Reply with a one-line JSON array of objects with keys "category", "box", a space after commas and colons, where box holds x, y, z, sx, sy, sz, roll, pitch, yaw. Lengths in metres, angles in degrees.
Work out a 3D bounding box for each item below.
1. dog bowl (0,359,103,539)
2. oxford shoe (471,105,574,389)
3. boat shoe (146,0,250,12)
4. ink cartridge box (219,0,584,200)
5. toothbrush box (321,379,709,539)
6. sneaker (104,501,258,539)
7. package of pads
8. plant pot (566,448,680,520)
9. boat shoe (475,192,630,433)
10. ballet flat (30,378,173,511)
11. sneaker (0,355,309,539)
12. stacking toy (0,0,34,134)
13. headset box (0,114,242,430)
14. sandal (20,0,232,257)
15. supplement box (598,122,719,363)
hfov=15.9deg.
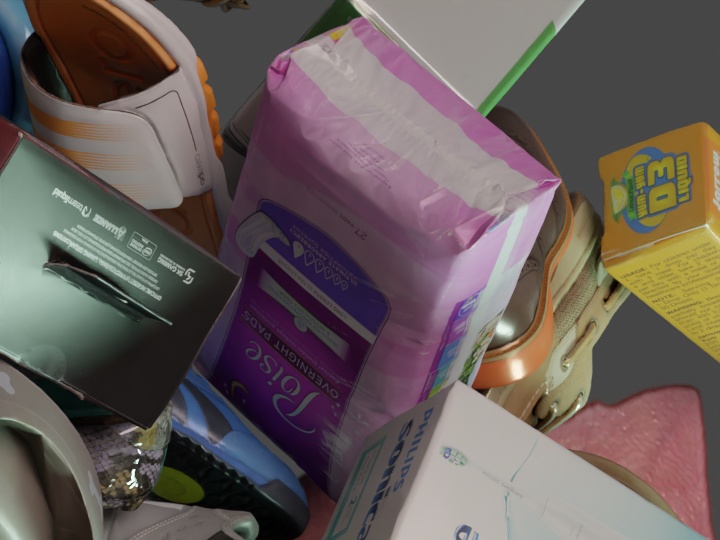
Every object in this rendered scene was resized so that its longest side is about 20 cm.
[{"category": "dog bowl", "box": [-0.188, 0.098, 0.978, 0.200, 0.200, 0.059, 31, 38, -17]}, {"category": "oxford shoe", "box": [0.062, -0.032, 1.220, 0.200, 0.071, 0.073, -89, 166, -55]}, {"category": "boat shoe", "box": [-0.064, -0.165, 1.275, 0.065, 0.071, 0.200, 52, 48, 1]}, {"category": "ink cartridge box", "box": [0.010, -0.086, 1.200, 0.084, 0.200, 0.146, 43, 50, -4]}, {"category": "toothbrush box", "box": [0.074, 0.162, 1.022, 0.199, 0.085, 0.147, 32, 58, -15]}, {"category": "sneaker", "box": [-0.073, 0.180, 1.054, 0.115, 0.075, 0.201, 1, 60, 4]}, {"category": "package of pads", "box": [0.000, 0.000, 1.104, 0.120, 0.200, 0.076, 42, 52, 19]}, {"category": "plant pot", "box": [0.101, 0.180, 1.149, 0.200, 0.093, 0.202, 2, 87, -35]}, {"category": "boat shoe", "box": [0.084, 0.046, 1.256, 0.065, 0.071, 0.200, 45, 50, -15]}, {"category": "ballet flat", "box": [-0.178, 0.077, 1.061, 0.199, 0.072, 0.072, 2, 61, -3]}, {"category": "sneaker", "box": [-0.097, 0.045, 1.143, 0.200, 0.066, 0.079, 34, 52, -14]}, {"category": "stacking toy", "box": [-0.198, -0.080, 1.139, 0.199, 0.085, 0.086, -16, 75, -34]}, {"category": "headset box", "box": [-0.153, -0.024, 1.006, 0.077, 0.200, 0.149, -59, 142, -2]}, {"category": "sandal", "box": [-0.099, -0.041, 1.126, 0.059, 0.079, 0.207, -58, 145, -32]}, {"category": "supplement box", "box": [0.199, 0.004, 1.323, 0.200, 0.069, 0.067, 33, 47, -42]}]
